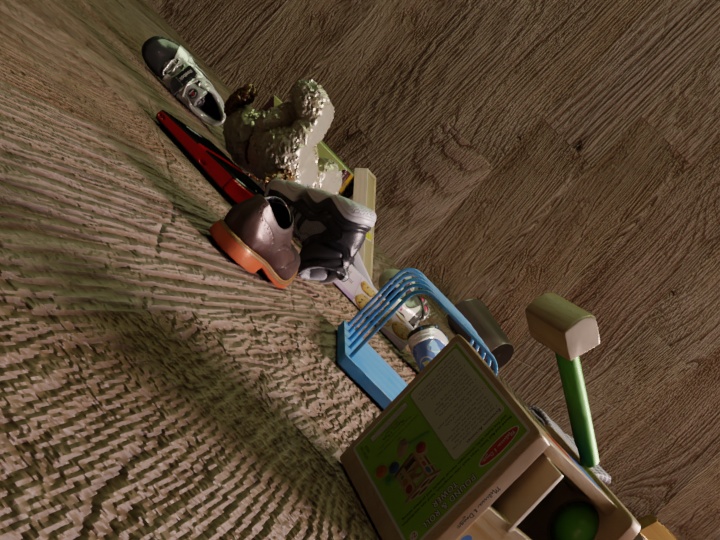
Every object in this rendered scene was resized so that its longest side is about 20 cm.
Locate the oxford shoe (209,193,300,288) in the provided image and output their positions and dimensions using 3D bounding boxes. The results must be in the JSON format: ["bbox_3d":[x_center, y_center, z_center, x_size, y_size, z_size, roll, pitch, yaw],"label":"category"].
[{"bbox_3d":[-0.091,-0.033,1.087,0.071,0.073,0.200,45,4,12],"label":"oxford shoe"}]

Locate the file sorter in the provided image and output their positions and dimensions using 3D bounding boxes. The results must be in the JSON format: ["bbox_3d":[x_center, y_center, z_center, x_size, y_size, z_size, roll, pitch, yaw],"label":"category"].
[{"bbox_3d":[0.062,0.087,1.138,0.139,0.123,0.200,44,5,-6],"label":"file sorter"}]

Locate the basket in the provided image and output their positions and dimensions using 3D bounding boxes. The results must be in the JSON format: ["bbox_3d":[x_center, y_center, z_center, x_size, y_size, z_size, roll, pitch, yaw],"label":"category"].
[{"bbox_3d":[0.396,0.212,3.284,0.180,0.136,0.201,32,17,-48],"label":"basket"}]

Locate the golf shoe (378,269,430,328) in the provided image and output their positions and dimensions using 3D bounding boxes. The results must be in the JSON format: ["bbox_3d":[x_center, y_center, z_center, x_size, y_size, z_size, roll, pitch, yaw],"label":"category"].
[{"bbox_3d":[0.073,0.040,2.062,0.088,0.078,0.200,34,9,-31],"label":"golf shoe"}]

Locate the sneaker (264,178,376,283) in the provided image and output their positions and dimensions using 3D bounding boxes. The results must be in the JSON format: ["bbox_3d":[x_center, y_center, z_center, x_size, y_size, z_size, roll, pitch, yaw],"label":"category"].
[{"bbox_3d":[-0.070,-0.049,1.340,0.198,0.116,0.075,19,0,44],"label":"sneaker"}]

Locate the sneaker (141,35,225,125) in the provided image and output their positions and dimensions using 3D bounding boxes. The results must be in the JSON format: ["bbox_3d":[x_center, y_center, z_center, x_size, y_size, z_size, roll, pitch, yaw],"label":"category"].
[{"bbox_3d":[-0.309,-0.341,1.843,0.200,0.074,0.089,43,3,-27],"label":"sneaker"}]

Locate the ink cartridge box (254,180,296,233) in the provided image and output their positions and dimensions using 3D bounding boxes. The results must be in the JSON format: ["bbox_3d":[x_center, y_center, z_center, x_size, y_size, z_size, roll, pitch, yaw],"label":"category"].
[{"bbox_3d":[-0.099,-0.081,1.692,0.200,0.043,0.174,44,11,-29],"label":"ink cartridge box"}]

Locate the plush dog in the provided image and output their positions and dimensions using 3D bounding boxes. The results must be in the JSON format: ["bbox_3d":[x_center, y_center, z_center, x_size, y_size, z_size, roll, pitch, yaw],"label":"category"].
[{"bbox_3d":[-0.136,-0.182,1.528,0.170,0.160,0.203,24,-42,34],"label":"plush dog"}]

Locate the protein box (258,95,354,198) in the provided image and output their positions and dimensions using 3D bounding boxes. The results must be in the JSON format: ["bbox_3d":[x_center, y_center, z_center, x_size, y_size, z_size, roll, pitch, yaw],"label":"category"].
[{"bbox_3d":[-0.121,-0.197,1.941,0.199,0.135,0.200,45,5,7],"label":"protein box"}]

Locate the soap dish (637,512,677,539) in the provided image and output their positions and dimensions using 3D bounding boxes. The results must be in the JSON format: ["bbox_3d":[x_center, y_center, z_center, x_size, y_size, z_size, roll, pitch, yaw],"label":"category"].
[{"bbox_3d":[0.824,0.749,2.746,0.200,0.081,0.157,46,4,10],"label":"soap dish"}]

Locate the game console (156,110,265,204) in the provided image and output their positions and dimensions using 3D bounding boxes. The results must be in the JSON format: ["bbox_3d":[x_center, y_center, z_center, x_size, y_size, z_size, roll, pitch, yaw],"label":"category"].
[{"bbox_3d":[-0.194,-0.139,1.434,0.176,0.031,0.200,42,3,12],"label":"game console"}]

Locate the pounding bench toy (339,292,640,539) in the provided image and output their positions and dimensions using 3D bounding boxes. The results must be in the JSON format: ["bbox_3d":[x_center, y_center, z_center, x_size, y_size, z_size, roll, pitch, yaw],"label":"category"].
[{"bbox_3d":[0.119,0.134,0.717,0.156,0.200,0.124,41,5,-33],"label":"pounding bench toy"}]

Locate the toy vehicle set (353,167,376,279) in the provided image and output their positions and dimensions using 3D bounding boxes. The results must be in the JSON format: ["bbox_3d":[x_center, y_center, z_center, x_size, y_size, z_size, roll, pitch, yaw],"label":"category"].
[{"bbox_3d":[0.006,-0.087,1.956,0.026,0.204,0.124,2,-4,8],"label":"toy vehicle set"}]

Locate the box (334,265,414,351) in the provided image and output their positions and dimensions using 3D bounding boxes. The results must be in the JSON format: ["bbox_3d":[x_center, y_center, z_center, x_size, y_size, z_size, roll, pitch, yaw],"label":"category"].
[{"bbox_3d":[0.009,0.042,1.609,0.200,0.041,0.039,47,4,-7],"label":"box"}]

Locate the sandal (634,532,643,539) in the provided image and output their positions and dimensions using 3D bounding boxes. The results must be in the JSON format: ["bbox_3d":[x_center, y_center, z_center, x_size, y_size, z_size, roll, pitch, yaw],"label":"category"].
[{"bbox_3d":[0.464,0.496,1.805,0.081,0.055,0.201,38,20,-14],"label":"sandal"}]

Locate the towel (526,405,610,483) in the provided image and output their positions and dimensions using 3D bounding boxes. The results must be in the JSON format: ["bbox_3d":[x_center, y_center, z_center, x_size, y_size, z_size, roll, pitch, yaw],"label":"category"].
[{"bbox_3d":[0.428,0.390,2.173,0.165,0.086,0.200,43,5,-30],"label":"towel"}]

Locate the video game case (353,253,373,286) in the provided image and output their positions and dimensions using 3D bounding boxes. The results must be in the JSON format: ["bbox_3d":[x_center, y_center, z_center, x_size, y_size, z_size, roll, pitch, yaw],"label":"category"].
[{"bbox_3d":[0.000,0.000,1.745,0.200,0.017,0.145,-119,-175,-78],"label":"video game case"}]

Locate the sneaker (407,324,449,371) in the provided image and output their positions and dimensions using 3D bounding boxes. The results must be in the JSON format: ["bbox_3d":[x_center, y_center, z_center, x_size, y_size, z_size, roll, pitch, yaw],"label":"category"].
[{"bbox_3d":[0.135,0.167,1.585,0.200,0.075,0.078,42,27,-40],"label":"sneaker"}]
